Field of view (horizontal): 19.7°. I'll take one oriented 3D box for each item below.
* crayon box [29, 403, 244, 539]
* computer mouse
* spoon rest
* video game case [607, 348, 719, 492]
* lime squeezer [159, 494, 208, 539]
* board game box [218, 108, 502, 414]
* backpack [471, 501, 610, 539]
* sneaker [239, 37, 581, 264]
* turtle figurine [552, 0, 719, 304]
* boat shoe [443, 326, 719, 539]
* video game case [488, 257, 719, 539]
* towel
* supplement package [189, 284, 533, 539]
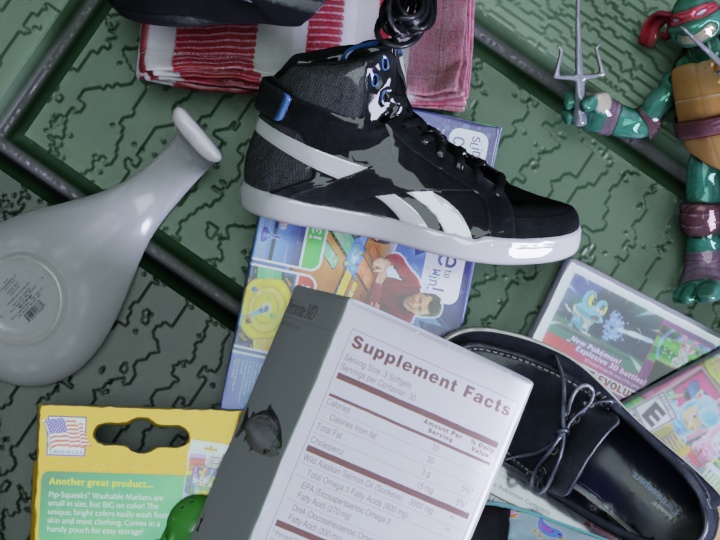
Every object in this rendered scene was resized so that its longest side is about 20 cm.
[{"bbox_3d":[-0.130,0.180,1.212,0.124,0.052,0.202,2,87,-3],"label":"crayon box"},{"bbox_3d":[-0.043,-0.193,1.199,0.198,0.046,0.141,7,44,14],"label":"computer mouse"},{"bbox_3d":[-0.160,-0.014,1.229,0.200,0.061,0.100,-41,88,8],"label":"spoon rest"},{"bbox_3d":[0.263,0.134,1.228,0.181,0.022,0.201,-27,87,-4],"label":"video game case"},{"bbox_3d":[-0.091,0.174,1.178,0.070,0.038,0.201,34,83,-32],"label":"lime squeezer"},{"bbox_3d":[0.000,0.000,1.239,0.134,0.034,0.202,12,86,-3],"label":"board game box"},{"bbox_3d":[0.123,0.237,1.156,0.198,0.177,0.154,11,41,-11],"label":"backpack"},{"bbox_3d":[0.035,-0.072,1.177,0.198,0.073,0.113,9,106,-2],"label":"sneaker"},{"bbox_3d":[0.205,-0.087,1.217,0.100,0.149,0.202,-26,101,-41],"label":"turtle figurine"},{"bbox_3d":[0.124,0.098,1.187,0.199,0.062,0.075,36,92,9],"label":"boat shoe"},{"bbox_3d":[0.172,0.118,1.248,0.199,0.023,0.183,27,85,0],"label":"video game case"},{"bbox_3d":[-0.030,-0.171,1.239,0.198,0.023,0.145,4,68,-3],"label":"towel"},{"bbox_3d":[-0.010,0.124,1.115,0.117,0.117,0.201,24,86,-15],"label":"supplement package"}]
